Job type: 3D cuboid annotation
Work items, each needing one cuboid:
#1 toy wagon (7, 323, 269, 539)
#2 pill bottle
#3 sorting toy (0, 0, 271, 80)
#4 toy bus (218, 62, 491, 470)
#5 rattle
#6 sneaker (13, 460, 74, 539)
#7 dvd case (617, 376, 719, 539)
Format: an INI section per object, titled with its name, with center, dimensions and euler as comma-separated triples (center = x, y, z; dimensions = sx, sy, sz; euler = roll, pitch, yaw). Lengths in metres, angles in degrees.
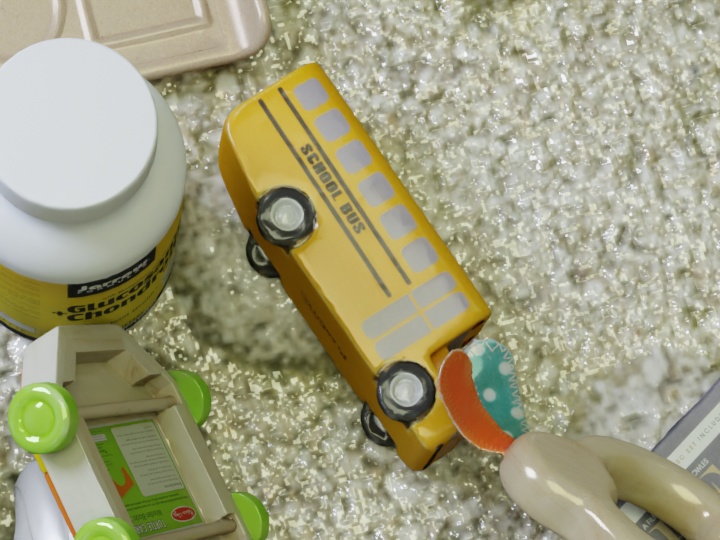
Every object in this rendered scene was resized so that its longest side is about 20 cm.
[toy wagon]
center = -0.096, 0.119, 1.225
dimensions = 0.039, 0.155, 0.201
euler = -30, 79, 20
[pill bottle]
center = -0.140, -0.038, 1.232
dimensions = 0.111, 0.200, 0.113
euler = 2, 75, -6
[sorting toy]
center = -0.162, -0.178, 1.357
dimensions = 0.199, 0.036, 0.186
euler = -14, 77, -6
[toy bus]
center = 0.000, 0.000, 1.310
dimensions = 0.078, 0.065, 0.201
euler = -32, 80, -16
[rattle]
center = 0.097, 0.141, 1.265
dimensions = 0.199, 0.143, 0.131
euler = 26, 38, -8
[sneaker]
center = -0.163, 0.184, 1.207
dimensions = 0.099, 0.075, 0.201
euler = -2, 64, -7
[dvd case]
center = 0.242, 0.141, 1.326
dimensions = 0.200, 0.016, 0.149
euler = 44, 75, 6
